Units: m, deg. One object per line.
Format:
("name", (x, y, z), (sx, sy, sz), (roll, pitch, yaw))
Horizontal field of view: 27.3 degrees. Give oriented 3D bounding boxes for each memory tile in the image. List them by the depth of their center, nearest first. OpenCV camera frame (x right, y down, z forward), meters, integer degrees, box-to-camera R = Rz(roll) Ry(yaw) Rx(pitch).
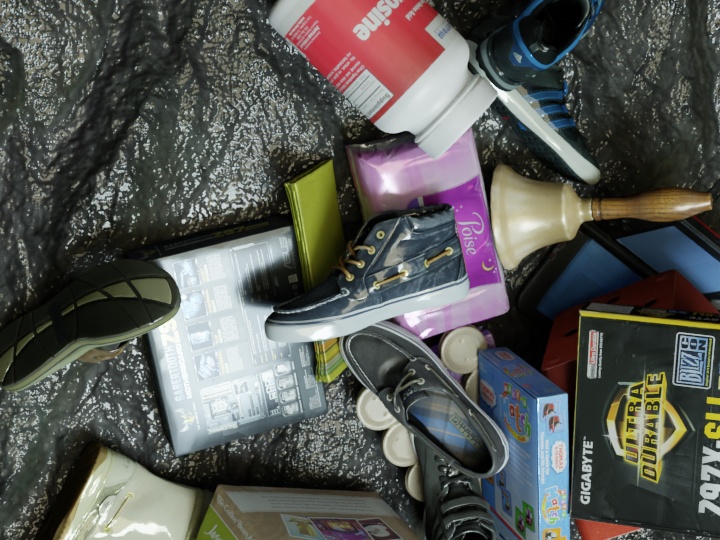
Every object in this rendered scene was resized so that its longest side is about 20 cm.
("memory tile", (0.098, 0.163, 1.500), (0.153, 0.017, 0.200), (-34, 110, -6))

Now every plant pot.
("plant pot", (0.281, 0.118, 1.454), (0.200, 0.200, 0.176), (-22, 105, 22))

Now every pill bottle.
("pill bottle", (0.023, -0.198, 1.332), (0.200, 0.112, 0.112), (43, 89, -5))

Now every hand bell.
("hand bell", (0.233, -0.060, 1.415), (0.200, 0.104, 0.104), (-5, 109, 20))

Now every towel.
("towel", (-0.034, 0.000, 1.419), (0.018, 0.086, 0.200), (-1, 108, 24))

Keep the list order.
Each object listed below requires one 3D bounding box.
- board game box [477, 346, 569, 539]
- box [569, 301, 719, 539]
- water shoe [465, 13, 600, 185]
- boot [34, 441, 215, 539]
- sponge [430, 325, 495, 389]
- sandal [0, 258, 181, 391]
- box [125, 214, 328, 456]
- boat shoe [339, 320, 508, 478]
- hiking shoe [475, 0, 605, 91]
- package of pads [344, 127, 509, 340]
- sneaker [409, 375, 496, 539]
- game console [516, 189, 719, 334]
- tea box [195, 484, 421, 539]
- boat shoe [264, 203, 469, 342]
("board game box", (0.157, 0.191, 1.435), (0.037, 0.151, 0.200), (-8, 106, -15))
("box", (0.274, 0.134, 1.340), (0.159, 0.049, 0.200), (5, 104, 16))
("water shoe", (0.180, -0.165, 1.439), (0.200, 0.071, 0.079), (43, 84, -23))
("boot", (-0.234, 0.279, 1.431), (0.155, 0.072, 0.200), (26, 95, -24))
("sponge", (0.107, 0.168, 1.528), (0.111, 0.030, 0.200), (-22, 110, -11))
("sandal", (-0.248, 0.051, 1.351), (0.201, 0.080, 0.057), (-24, 149, 19))
("box", (-0.126, 0.061, 1.414), (0.158, 0.051, 0.200), (-16, 109, -14))
("boat shoe", (0.057, 0.123, 1.393), (0.070, 0.066, 0.200), (-44, 87, 11))
("hiking shoe", (0.193, -0.239, 1.382), (0.074, 0.087, 0.200), (49, 57, -15))
("package of pads", (0.067, -0.042, 1.434), (0.120, 0.076, 0.200), (-17, 109, -10))
("sneaker", (0.096, 0.204, 1.448), (0.071, 0.099, 0.200), (-7, 104, -13))
("game console", (0.294, 0.029, 1.507), (0.200, 0.172, 0.119), (35, 66, -23))
("tea box", (-0.059, 0.324, 1.424), (0.200, 0.134, 0.197), (10, 110, -38))
("boat shoe", (0.000, 0.000, 1.356), (0.200, 0.071, 0.091), (-16, 106, -18))
